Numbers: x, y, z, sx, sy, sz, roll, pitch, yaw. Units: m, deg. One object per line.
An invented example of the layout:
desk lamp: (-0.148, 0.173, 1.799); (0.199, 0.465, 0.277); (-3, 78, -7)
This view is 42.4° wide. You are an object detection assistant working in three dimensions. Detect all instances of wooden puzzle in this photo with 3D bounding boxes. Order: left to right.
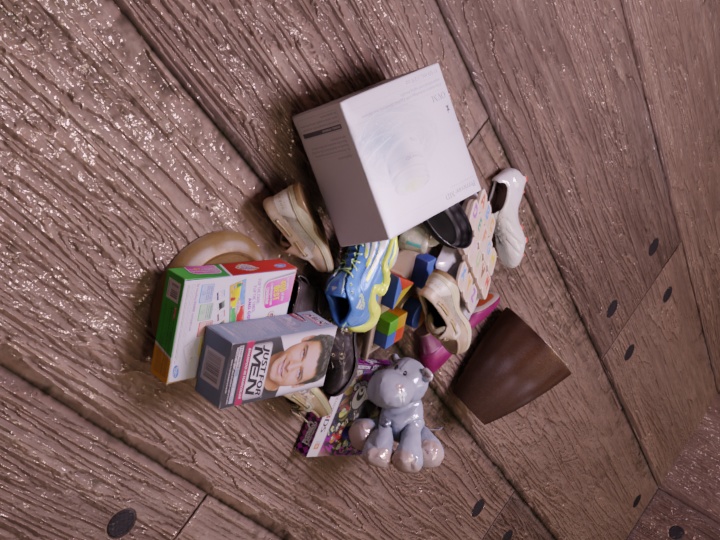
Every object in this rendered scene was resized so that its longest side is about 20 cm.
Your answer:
wooden puzzle: (0.075, 0.044, 1.570); (0.200, 0.046, 0.186); (-34, 140, -52)

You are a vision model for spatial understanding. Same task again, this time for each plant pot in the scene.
plant pot: (-0.204, 0.042, 1.310); (0.200, 0.027, 0.201); (-27, 131, -36)
plant pot: (0.291, 0.211, 1.883); (0.200, 0.187, 0.187); (-44, 141, 0)

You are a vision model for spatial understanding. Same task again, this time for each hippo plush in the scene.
hippo plush: (0.085, 0.239, 1.595); (0.200, 0.159, 0.161); (-16, 123, -43)

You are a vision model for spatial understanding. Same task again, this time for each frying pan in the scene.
frying pan: (0.110, -0.110, 1.474); (0.031, 0.190, 0.115); (-38, -177, 36)

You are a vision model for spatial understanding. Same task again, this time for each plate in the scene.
plate: (0.197, -0.012, 1.683); (0.200, 0.032, 0.200); (72, 35, -44)

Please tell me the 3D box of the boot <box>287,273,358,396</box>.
boot: (-0.076, 0.105, 1.471); (0.174, 0.069, 0.201); (5, 99, -49)

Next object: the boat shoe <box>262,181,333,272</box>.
boat shoe: (-0.088, -0.054, 1.361); (0.065, 0.072, 0.200); (-19, 149, 4)

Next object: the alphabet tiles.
alphabet tiles: (0.207, -0.034, 1.636); (0.200, 0.015, 0.196); (58, 44, -54)

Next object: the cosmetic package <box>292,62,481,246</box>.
cosmetic package: (0.041, -0.165, 1.329); (0.199, 0.123, 0.201); (-29, 106, -35)

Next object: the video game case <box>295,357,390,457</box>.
video game case: (-0.010, 0.242, 1.647); (0.200, 0.036, 0.182); (13, 103, -52)

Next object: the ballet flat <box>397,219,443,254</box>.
ballet flat: (0.119, -0.073, 1.535); (0.200, 0.062, 0.068); (-44, 152, -54)

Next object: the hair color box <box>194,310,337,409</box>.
hair color box: (-0.130, 0.122, 1.306); (0.200, 0.061, 0.099); (-6, 117, -48)

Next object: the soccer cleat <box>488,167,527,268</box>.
soccer cleat: (0.270, -0.095, 1.749); (0.077, 0.069, 0.201); (-20, 119, -35)

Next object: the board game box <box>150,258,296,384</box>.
board game box: (-0.187, 0.067, 1.289); (0.200, 0.040, 0.154); (-6, 116, -47)

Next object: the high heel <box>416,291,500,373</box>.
high heel: (0.190, 0.116, 1.777); (0.199, 0.067, 0.096); (-26, 123, -19)

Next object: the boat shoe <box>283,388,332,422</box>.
boat shoe: (-0.115, 0.183, 1.469); (0.063, 0.073, 0.200); (-47, 130, -9)

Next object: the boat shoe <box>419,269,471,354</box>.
boat shoe: (0.139, 0.085, 1.587); (0.065, 0.072, 0.200); (-47, 144, -24)

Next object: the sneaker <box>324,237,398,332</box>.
sneaker: (0.000, 0.000, 1.412); (0.105, 0.075, 0.201); (-7, 104, -59)
